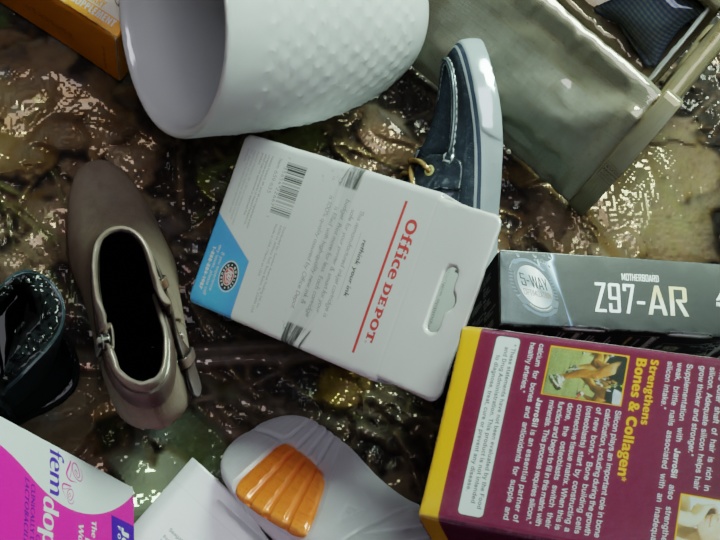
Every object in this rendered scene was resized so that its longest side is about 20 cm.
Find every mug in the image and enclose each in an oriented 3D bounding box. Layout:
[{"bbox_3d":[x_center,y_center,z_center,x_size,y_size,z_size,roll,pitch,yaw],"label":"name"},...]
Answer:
[{"bbox_3d":[-0.053,-0.194,0.780,0.173,0.147,0.203,-11,87,-35],"label":"mug"}]

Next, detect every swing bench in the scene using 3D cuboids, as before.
[{"bbox_3d":[0.152,-0.186,0.847,0.198,0.130,0.200,40,73,4],"label":"swing bench"}]

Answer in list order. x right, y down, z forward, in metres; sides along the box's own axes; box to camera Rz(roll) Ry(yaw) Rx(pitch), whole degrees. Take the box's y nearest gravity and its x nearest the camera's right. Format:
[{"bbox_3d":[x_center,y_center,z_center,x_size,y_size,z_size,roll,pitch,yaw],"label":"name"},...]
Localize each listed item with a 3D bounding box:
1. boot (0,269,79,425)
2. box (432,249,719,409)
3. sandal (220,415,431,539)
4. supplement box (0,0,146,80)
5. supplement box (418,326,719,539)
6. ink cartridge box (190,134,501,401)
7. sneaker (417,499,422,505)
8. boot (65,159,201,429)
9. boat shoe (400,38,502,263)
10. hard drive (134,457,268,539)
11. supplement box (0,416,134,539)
[{"bbox_3d":[-0.259,0.074,0.696,0.198,0.168,0.077,-27,79,-14],"label":"boot"},{"bbox_3d":[0.138,0.047,0.742,0.158,0.200,0.044,3,70,-6],"label":"box"},{"bbox_3d":[-0.013,0.162,0.731,0.079,0.060,0.206,-28,39,-30],"label":"sandal"},{"bbox_3d":[-0.166,-0.257,0.850,0.125,0.074,0.201,32,72,1],"label":"supplement box"},{"bbox_3d":[0.142,0.107,0.622,0.197,0.086,0.112,7,63,19],"label":"supplement box"},{"bbox_3d":[0.000,0.000,0.742,0.198,0.066,0.117,21,90,34],"label":"ink cartridge box"},{"bbox_3d":[0.086,0.171,0.770,0.199,0.077,0.080,-31,92,-14],"label":"sneaker"},{"bbox_3d":[-0.146,0.002,0.743,0.069,0.146,0.202,-19,77,-11],"label":"boot"},{"bbox_3d":[0.044,-0.052,0.798,0.089,0.071,0.204,-2,99,-6],"label":"boat shoe"},{"bbox_3d":[-0.123,0.238,0.744,0.132,0.027,0.200,40,73,4],"label":"hard drive"},{"bbox_3d":[-0.215,0.148,0.647,0.102,0.200,0.102,-17,59,15],"label":"supplement box"}]
